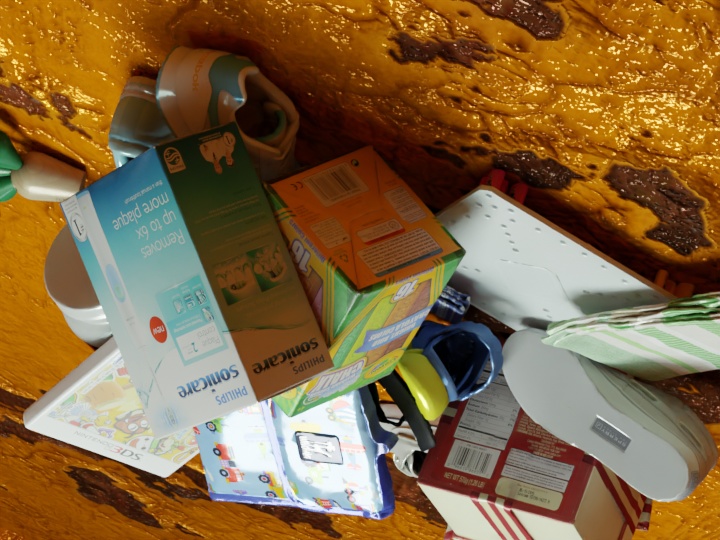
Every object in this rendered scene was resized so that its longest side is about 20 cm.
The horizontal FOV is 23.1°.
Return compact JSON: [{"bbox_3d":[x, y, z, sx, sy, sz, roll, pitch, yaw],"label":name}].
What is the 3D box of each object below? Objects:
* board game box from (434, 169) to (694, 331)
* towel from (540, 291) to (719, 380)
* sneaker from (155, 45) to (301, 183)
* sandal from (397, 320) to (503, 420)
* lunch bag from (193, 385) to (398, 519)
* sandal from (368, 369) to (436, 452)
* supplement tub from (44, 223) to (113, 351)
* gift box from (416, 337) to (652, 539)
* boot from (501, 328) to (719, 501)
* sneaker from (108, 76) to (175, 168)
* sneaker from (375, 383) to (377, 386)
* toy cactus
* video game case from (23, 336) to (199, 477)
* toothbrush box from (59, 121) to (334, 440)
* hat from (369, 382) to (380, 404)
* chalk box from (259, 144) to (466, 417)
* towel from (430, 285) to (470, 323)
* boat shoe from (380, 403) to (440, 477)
[{"bbox_3d":[0.143,-0.001,1.431,0.199,0.026,0.200,30,158,-13],"label":"board game box"},{"bbox_3d":[0.262,0.057,1.390,0.152,0.024,0.199,21,158,-37],"label":"towel"},{"bbox_3d":[-0.084,-0.097,1.378,0.080,0.077,0.200,9,156,29],"label":"sneaker"},{"bbox_3d":[0.079,0.078,1.540,0.080,0.087,0.200,61,-179,-8],"label":"sandal"},{"bbox_3d":[-0.049,0.137,1.567,0.199,0.094,0.151,8,124,34],"label":"lunch bag"},{"bbox_3d":[-0.001,0.083,1.570,0.201,0.043,0.076,52,-178,9],"label":"sandal"},{"bbox_3d":[-0.202,0.034,1.704,0.140,0.141,0.200,9,154,32],"label":"supplement tub"},{"bbox_3d":[0.161,0.192,1.629,0.184,0.201,0.187,17,159,30],"label":"gift box"},{"bbox_3d":[0.214,0.117,1.501,0.200,0.074,0.095,42,-156,17],"label":"boot"},{"bbox_3d":[-0.172,-0.081,1.491,0.073,0.082,0.200,15,158,23],"label":"sneaker"},{"bbox_3d":[-0.059,0.141,1.886,0.075,0.080,0.199,37,153,-30],"label":"sneaker"},{"bbox_3d":[-0.343,-0.092,1.649,0.164,0.103,0.200,14,149,-1],"label":"toy cactus"},{"bbox_3d":[-0.190,0.118,1.679,0.200,0.023,0.181,-38,137,27],"label":"video game case"},{"bbox_3d":[-0.125,0.010,1.324,0.146,0.085,0.201,-21,91,49],"label":"toothbrush box"},{"bbox_3d":[-0.060,0.084,1.715,0.166,0.199,0.177,54,160,36],"label":"hat"},{"bbox_3d":[-0.031,0.024,1.387,0.124,0.124,0.201,48,136,21],"label":"chalk box"},{"bbox_3d":[0.000,0.000,1.533,0.199,0.024,0.145,25,174,3],"label":"towel"},{"bbox_3d":[0.066,0.191,1.888,0.199,0.066,0.072,6,152,38],"label":"boat shoe"}]
